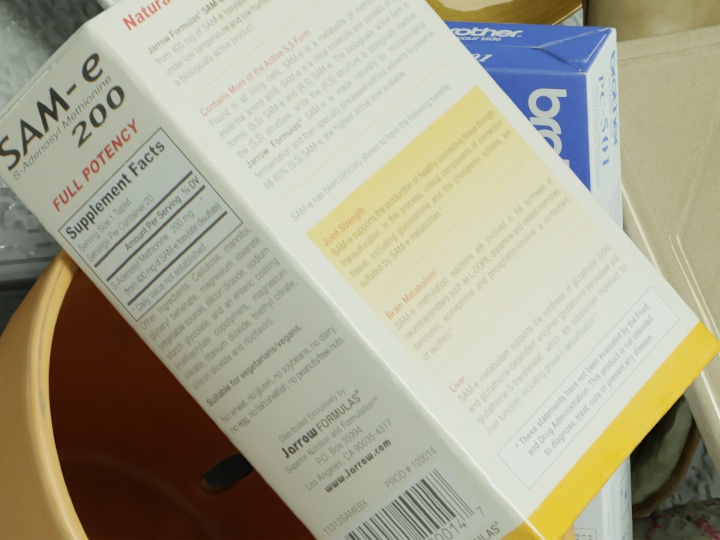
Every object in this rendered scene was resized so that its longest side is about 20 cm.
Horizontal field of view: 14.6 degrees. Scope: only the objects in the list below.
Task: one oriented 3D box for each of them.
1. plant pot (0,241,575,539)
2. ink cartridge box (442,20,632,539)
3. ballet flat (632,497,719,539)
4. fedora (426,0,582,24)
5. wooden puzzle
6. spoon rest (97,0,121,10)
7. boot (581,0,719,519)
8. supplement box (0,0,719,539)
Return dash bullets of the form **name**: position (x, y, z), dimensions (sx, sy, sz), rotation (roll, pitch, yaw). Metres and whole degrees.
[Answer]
- **plant pot**: position (-0.051, 0.089, 0.896), dimensions (0.199, 0.140, 0.201), rotation (22, 50, -28)
- **ink cartridge box**: position (0.041, 0.016, 0.958), dimensions (0.044, 0.093, 0.201), rotation (-56, 146, -59)
- **ballet flat**: position (0.089, 0.134, 1.036), dimensions (0.064, 0.076, 0.200), rotation (34, 39, 6)
- **fedora**: position (0.041, -0.190, 1.171), dimensions (0.199, 0.082, 0.202), rotation (5, 75, -20)
- **wooden puzzle**: position (0.162, -0.004, 1.024), dimensions (0.199, 0.037, 0.186), rotation (-11, 74, -43)
- **spoon rest**: position (-0.082, -0.088, 1.054), dimensions (0.199, 0.061, 0.100), rotation (23, 49, -25)
- **boot**: position (0.114, -0.033, 1.081), dimensions (0.066, 0.176, 0.200), rotation (6, 36, -1)
- **supplement box**: position (-0.001, -0.007, 0.848), dimensions (0.200, 0.073, 0.126), rotation (49, 42, 0)
